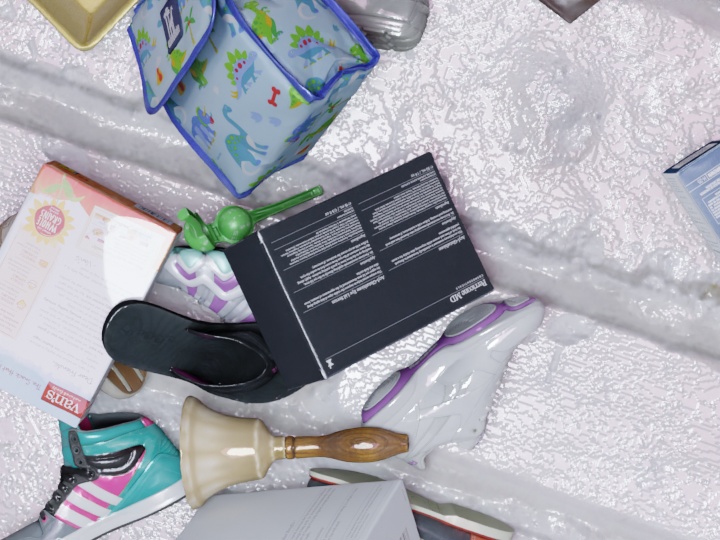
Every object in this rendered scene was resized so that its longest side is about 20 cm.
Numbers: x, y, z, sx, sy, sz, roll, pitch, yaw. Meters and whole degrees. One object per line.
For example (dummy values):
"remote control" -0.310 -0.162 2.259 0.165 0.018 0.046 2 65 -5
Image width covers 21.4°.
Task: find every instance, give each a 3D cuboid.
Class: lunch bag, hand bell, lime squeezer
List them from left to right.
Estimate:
"lime squeezer" -0.117 -0.050 1.707 0.038 0.200 0.071 49 121 20
"lunch bag" -0.110 -0.194 1.675 0.200 0.127 0.170 50 139 6
"hand bell" -0.056 0.161 1.723 0.200 0.104 0.104 -3 94 7

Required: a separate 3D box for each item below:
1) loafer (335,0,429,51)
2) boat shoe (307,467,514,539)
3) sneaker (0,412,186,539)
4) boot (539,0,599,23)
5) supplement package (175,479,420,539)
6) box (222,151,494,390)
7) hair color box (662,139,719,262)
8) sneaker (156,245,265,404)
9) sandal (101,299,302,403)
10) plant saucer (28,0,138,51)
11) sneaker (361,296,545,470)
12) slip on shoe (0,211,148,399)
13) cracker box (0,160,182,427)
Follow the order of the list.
"loafer" -0.035 -0.252 1.730 0.200 0.070 0.070 13 75 4
"boat shoe" 0.041 0.235 1.755 0.200 0.071 0.063 20 98 -2
"sneaker" -0.264 0.190 1.759 0.200 0.084 0.121 -25 97 -3
"boot" 0.167 -0.343 1.708 0.200 0.064 0.186 31 108 4
"supplement package" -0.056 0.270 1.698 0.200 0.117 0.117 -7 111 23
"box" 0.000 0.000 1.686 0.200 0.079 0.141 -26 90 -32
"hair color box" 0.353 -0.020 1.701 0.061 0.100 0.200 -33 92 4
"sneaker" -0.110 0.052 1.745 0.200 0.078 0.140 7 93 3
"sandal" -0.129 0.078 1.676 0.200 0.048 0.075 11 102 -21
"plant saucer" -0.250 -0.336 1.742 0.200 0.048 0.200 -45 90 4
"sneaker" 0.099 0.102 1.748 0.200 0.075 0.100 -40 102 11
"slip on shoe" -0.273 0.036 1.766 0.061 0.076 0.200 -27 105 46
"cracker box" -0.263 0.020 1.693 0.134 0.058 0.200 28 96 -2
